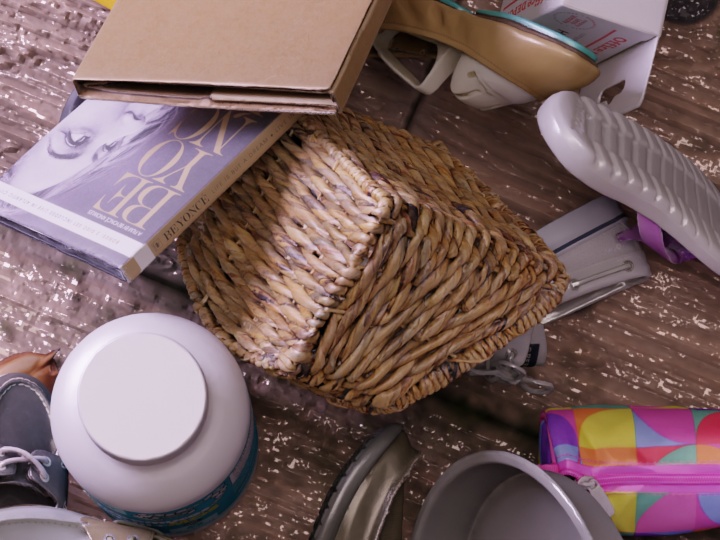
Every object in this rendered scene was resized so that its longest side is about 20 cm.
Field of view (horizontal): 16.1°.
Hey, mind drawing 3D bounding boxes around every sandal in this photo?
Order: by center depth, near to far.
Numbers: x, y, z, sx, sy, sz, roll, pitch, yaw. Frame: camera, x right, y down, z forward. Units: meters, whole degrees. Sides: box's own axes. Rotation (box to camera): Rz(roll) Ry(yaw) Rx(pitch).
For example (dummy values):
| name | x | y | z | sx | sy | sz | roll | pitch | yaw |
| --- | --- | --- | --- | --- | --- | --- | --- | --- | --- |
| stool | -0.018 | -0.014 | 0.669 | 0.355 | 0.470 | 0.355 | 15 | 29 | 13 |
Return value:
| name | x | y | z | sx | sy | sz | roll | pitch | yaw |
| --- | --- | --- | --- | --- | --- | --- | --- | --- | --- |
| sandal | 0.166 | -0.042 | 1.498 | 0.050 | 0.203 | 0.083 | -36 | 38 | 27 |

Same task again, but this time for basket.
| name | x | y | z | sx | sy | sz | roll | pitch | yaw |
| --- | --- | --- | --- | --- | --- | --- | --- | --- | --- |
| basket | 0.000 | 0.000 | 1.463 | 0.149 | 0.200 | 0.143 | 21 | 106 | -34 |

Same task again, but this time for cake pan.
| name | x | y | z | sx | sy | sz | roll | pitch | yaw |
| --- | --- | --- | --- | --- | --- | --- | --- | --- | --- |
| cake pan | 0.094 | 0.199 | 1.425 | 0.037 | 0.200 | 0.201 | -4 | 76 | -33 |

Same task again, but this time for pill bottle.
| name | x | y | z | sx | sy | sz | roll | pitch | yaw |
| --- | --- | --- | --- | --- | --- | --- | --- | --- | --- |
| pill bottle | -0.115 | 0.087 | 1.433 | 0.111 | 0.200 | 0.111 | 0 | 78 | 0 |

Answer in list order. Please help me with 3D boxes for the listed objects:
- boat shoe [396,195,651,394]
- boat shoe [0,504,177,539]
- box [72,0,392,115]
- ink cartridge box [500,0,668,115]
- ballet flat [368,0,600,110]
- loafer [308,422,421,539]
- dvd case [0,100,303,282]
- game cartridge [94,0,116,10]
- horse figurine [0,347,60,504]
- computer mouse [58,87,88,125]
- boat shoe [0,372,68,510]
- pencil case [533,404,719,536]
| name | x | y | z | sx | sy | sz | roll | pitch | yaw |
| --- | --- | --- | --- | --- | --- | --- | --- | --- | --- |
| boat shoe | 0.087 | 0.038 | 1.514 | 0.202 | 0.075 | 0.086 | -29 | 83 | -16 |
| boat shoe | -0.139 | 0.170 | 1.423 | 0.200 | 0.068 | 0.075 | 14 | 71 | -42 |
| box | -0.054 | -0.168 | 1.443 | 0.163 | 0.021 | 0.200 | 4 | 50 | 24 |
| ink cartridge box | 0.140 | -0.191 | 1.529 | 0.068 | 0.115 | 0.200 | 16 | 78 | -15 |
| ballet flat | 0.065 | -0.127 | 1.511 | 0.200 | 0.069 | 0.063 | 29 | 90 | 50 |
| loafer | -0.004 | 0.187 | 1.483 | 0.070 | 0.075 | 0.200 | 23 | 88 | -1 |
| dvd case | -0.110 | -0.083 | 1.458 | 0.200 | 0.016 | 0.149 | -46 | 40 | -20 |
| game cartridge | -0.056 | -0.208 | 1.517 | 0.200 | 0.032 | 0.176 | -40 | 47 | -22 |
| horse figurine | -0.259 | 0.131 | 1.501 | 0.200 | 0.050 | 0.133 | -15 | 84 | -6 |
| computer mouse | -0.109 | -0.116 | 1.556 | 0.138 | 0.053 | 0.200 | 31 | 68 | 8 |
| boat shoe | -0.198 | 0.153 | 1.448 | 0.067 | 0.057 | 0.200 | 12 | 73 | -20 |
| pencil case | 0.198 | 0.118 | 1.487 | 0.200 | 0.088 | 0.089 | -3 | 78 | -1 |
